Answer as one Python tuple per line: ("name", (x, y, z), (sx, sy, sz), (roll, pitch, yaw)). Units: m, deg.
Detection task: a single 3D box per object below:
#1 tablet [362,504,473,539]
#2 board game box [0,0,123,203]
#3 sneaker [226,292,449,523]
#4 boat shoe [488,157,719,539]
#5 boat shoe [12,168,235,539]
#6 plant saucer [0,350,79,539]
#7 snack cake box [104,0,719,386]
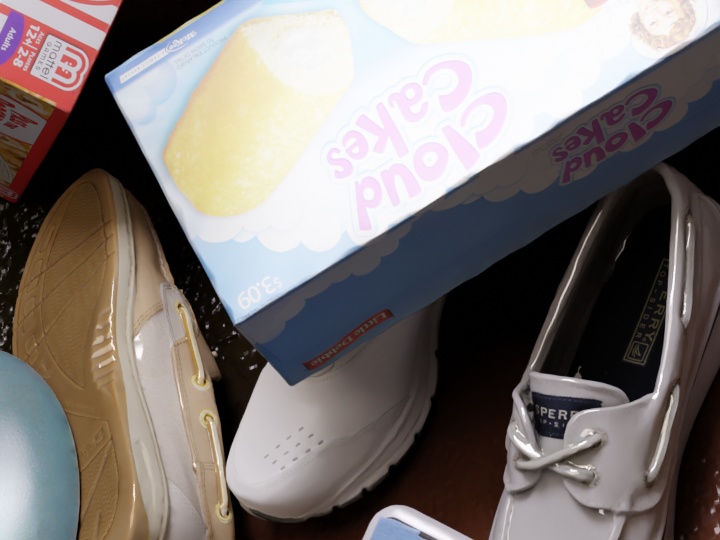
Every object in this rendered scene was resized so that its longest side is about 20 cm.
("tablet", (0.020, 0.194, 0.793), (0.130, 0.014, 0.201), (25, 91, 28))
("board game box", (-0.124, -0.121, 1.000), (0.152, 0.046, 0.200), (-67, 9, -13))
("sneaker", (0.000, 0.000, 0.900), (0.074, 0.087, 0.201), (22, 80, 38))
("boat shoe", (0.082, 0.056, 0.826), (0.072, 0.066, 0.201), (14, 73, 38))
("boat shoe", (-0.090, 0.048, 0.947), (0.074, 0.069, 0.201), (-39, 43, 31))
("plant saucer", (-0.193, 0.115, 0.919), (0.199, 0.027, 0.201), (-20, 53, 29))
("snack cake box", (0.026, -0.064, 0.828), (0.199, 0.067, 0.115), (-32, 62, 3))
